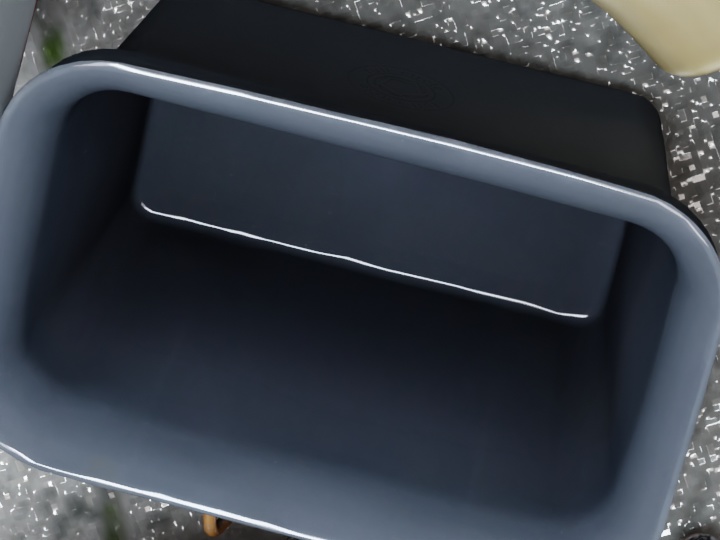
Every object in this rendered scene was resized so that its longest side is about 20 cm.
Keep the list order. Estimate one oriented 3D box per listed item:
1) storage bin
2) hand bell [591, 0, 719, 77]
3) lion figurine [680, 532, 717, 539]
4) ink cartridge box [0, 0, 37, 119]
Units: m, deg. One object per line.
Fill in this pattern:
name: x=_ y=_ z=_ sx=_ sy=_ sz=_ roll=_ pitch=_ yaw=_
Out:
storage bin: x=0.000 y=0.000 z=0.865 sx=0.199 sy=0.134 sz=0.146 roll=14 pitch=115 yaw=2
hand bell: x=0.128 y=-0.048 z=0.877 sx=0.104 sy=0.104 sz=0.200 roll=-32 pitch=112 yaw=13
lion figurine: x=0.068 y=0.155 z=0.947 sx=0.199 sy=0.073 sz=0.123 roll=-5 pitch=113 yaw=22
ink cartridge box: x=-0.179 y=-0.131 z=0.797 sx=0.199 sy=0.083 sz=0.146 roll=13 pitch=85 yaw=5
